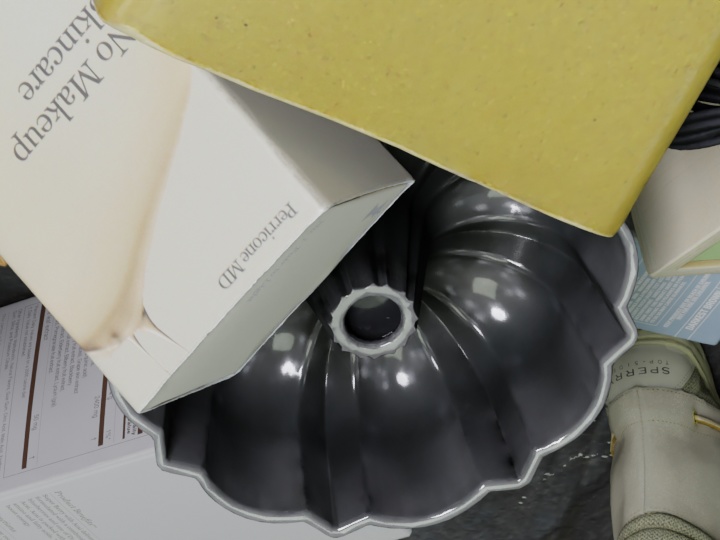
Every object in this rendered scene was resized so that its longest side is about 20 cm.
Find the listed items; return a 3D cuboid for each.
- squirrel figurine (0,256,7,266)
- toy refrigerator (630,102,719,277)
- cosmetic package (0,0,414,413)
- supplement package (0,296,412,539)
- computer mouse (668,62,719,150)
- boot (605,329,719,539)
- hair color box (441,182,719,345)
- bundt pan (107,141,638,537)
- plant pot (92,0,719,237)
[{"bbox_3d":[-0.184,-0.044,0.874,0.200,0.187,0.142,-16,139,19],"label":"squirrel figurine"},{"bbox_3d":[0.212,-0.041,0.916,0.200,0.070,0.076,-3,161,-27],"label":"toy refrigerator"},{"bbox_3d":[-0.091,-0.063,0.745,0.104,0.200,0.073,-48,167,23],"label":"cosmetic package"},{"bbox_3d":[-0.088,0.075,1.082,0.200,0.120,0.121,-17,138,21],"label":"supplement package"},{"bbox_3d":[0.164,-0.132,0.735,0.140,0.200,0.046,13,168,43],"label":"computer mouse"},{"bbox_3d":[0.171,0.135,1.132,0.072,0.155,0.200,-16,139,19],"label":"boot"},{"bbox_3d":[0.070,-0.043,0.948,0.200,0.099,0.061,13,141,-16],"label":"hair color box"},{"bbox_3d":[0.000,0.000,0.853,0.202,0.076,0.202,-4,122,-6],"label":"bundt pan"},{"bbox_3d":[0.039,-0.169,0.723,0.195,0.194,0.200,21,122,-25],"label":"plant pot"}]
